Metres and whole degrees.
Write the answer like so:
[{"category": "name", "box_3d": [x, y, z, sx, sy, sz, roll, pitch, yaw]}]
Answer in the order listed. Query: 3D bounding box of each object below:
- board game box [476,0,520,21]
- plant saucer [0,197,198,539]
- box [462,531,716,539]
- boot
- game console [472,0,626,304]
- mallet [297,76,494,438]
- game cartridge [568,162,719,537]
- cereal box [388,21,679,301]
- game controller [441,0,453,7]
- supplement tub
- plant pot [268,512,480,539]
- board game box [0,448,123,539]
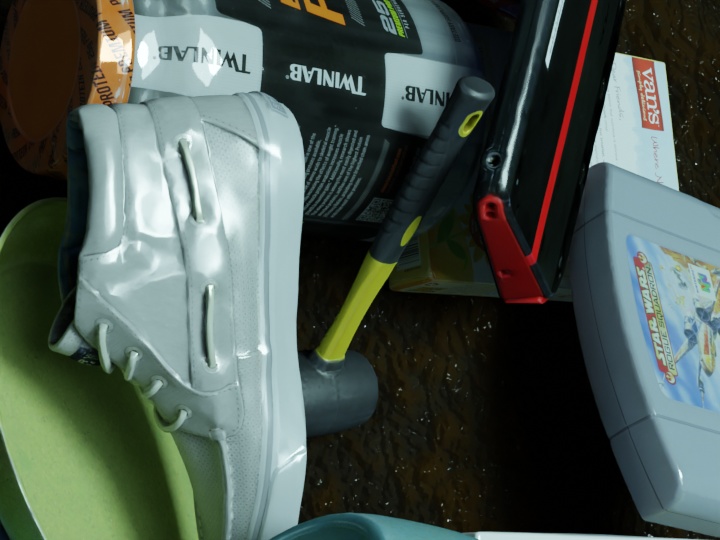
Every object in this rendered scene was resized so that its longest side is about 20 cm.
[{"category": "board game box", "box_3d": [0.050, -0.187, 0.801, 0.200, 0.019, 0.103, 9, 62, -58]}, {"category": "plant saucer", "box_3d": [-0.102, 0.069, 0.647, 0.200, 0.031, 0.201, 56, 21, -34]}, {"category": "box", "box_3d": [0.097, 0.188, 0.780, 0.199, 0.101, 0.113, 8, 75, -37]}, {"category": "boot", "box_3d": [-0.076, 0.031, 0.619, 0.095, 0.073, 0.201, -3, 97, -25]}, {"category": "game console", "box_3d": [0.091, -0.094, 0.760, 0.177, 0.031, 0.201, 51, 51, -67]}, {"category": "mallet", "box_3d": [0.000, 0.000, 0.706, 0.066, 0.201, 0.041, -12, 48, -39]}, {"category": "game cartridge", "box_3d": [0.170, 0.041, 0.826, 0.133, 0.041, 0.201, 20, 50, -38]}, {"category": "cereal box", "box_3d": [0.098, -0.056, 0.876, 0.199, 0.039, 0.145, 5, 76, -38]}, {"category": "game controller", "box_3d": [-0.037, -0.179, 0.787, 0.199, 0.042, 0.105, 4, 62, -37]}, {"category": "supplement tub", "box_3d": [-0.052, -0.080, 0.711, 0.199, 0.122, 0.123, 5, 77, -38]}, {"category": "plant pot", "box_3d": [0.006, 0.168, 0.573, 0.200, 0.200, 0.135, -50, 117, -34]}, {"category": "board game box", "box_3d": [-0.110, 0.189, 0.606, 0.201, 0.047, 0.151, 65, 19, -8]}]
